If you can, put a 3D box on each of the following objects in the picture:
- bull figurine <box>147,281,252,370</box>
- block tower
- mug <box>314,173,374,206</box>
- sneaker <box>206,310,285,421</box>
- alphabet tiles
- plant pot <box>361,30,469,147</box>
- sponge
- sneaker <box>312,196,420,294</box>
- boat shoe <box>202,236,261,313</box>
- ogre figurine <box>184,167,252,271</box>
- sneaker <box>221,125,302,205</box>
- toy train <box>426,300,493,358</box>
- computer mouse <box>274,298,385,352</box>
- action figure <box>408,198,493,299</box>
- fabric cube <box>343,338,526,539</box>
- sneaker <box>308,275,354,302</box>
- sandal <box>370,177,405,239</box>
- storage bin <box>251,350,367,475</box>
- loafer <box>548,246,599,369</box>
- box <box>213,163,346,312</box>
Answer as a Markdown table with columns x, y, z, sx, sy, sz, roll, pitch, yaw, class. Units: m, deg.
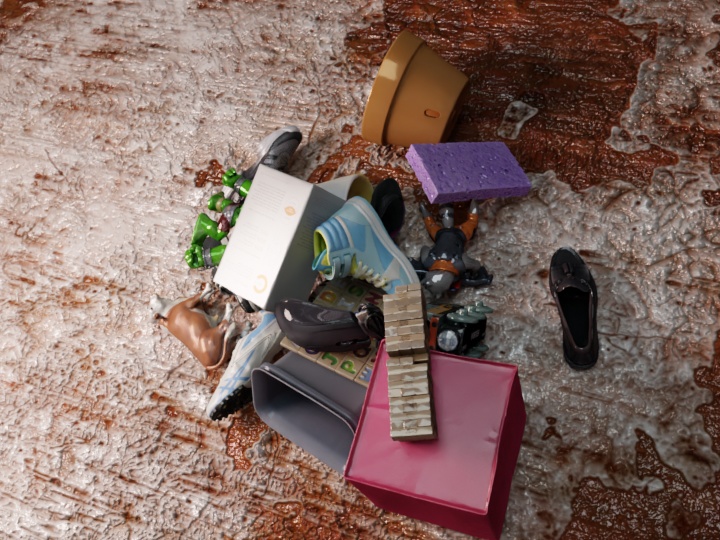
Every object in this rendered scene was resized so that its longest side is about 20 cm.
| x | y | z | sx | sy | sz | roll | pitch | yaw | class |
| --- | --- | --- | --- | --- | --- | --- | --- | --- | --- |
| -0.280 | 0.087 | 1.322 | 0.199 | 0.065 | 0.122 | 39 | 82 | 28 | bull figurine |
| 0.063 | 0.121 | 0.986 | 0.053 | 0.058 | 0.203 | -8 | 60 | 11 | block tower |
| -0.055 | -0.085 | 1.329 | 0.151 | 0.186 | 0.152 | -3 | 95 | 24 | mug |
| -0.191 | 0.156 | 1.259 | 0.072 | 0.072 | 0.201 | 28 | 70 | 20 | sneaker |
| -0.003 | 0.078 | 1.195 | 0.165 | 0.008 | 0.201 | 22 | 52 | 20 | alphabet tiles |
| 0.104 | -0.300 | 1.353 | 0.138 | 0.201 | 0.202 | 24 | 71 | 8 | plant pot |
| 0.182 | -0.167 | 1.282 | 0.197 | 0.030 | 0.112 | -6 | 54 | -29 | sponge |
| 0.000 | 0.000 | 1.171 | 0.130 | 0.079 | 0.201 | -33 | 86 | -29 | sneaker |
| -0.233 | 0.009 | 1.350 | 0.060 | 0.076 | 0.201 | -30 | 48 | -2 | boat shoe |
| -0.213 | -0.080 | 1.314 | 0.118 | 0.099 | 0.201 | 14 | 39 | 10 | ogre figurine |
| -0.158 | -0.169 | 1.419 | 0.200 | 0.076 | 0.114 | -47 | 61 | -4 | sneaker |
| 0.129 | 0.089 | 1.141 | 0.112 | 0.200 | 0.087 | 7 | 96 | 21 | toy train |
| -0.045 | 0.088 | 1.107 | 0.197 | 0.139 | 0.053 | 7 | 62 | 27 | computer mouse |
| 0.117 | -0.042 | 1.259 | 0.197 | 0.105 | 0.196 | -2 | 53 | 12 | action figure |
| 0.112 | 0.235 | 1.059 | 0.193 | 0.200 | 0.203 | 10 | 66 | 21 | fabric cube |
| 0.000 | 0.068 | 1.247 | 0.199 | 0.076 | 0.116 | 34 | 78 | 30 | sneaker |
| 0.046 | -0.082 | 1.291 | 0.048 | 0.075 | 0.202 | -19 | 36 | 37 | sandal |
| -0.048 | 0.197 | 1.173 | 0.198 | 0.147 | 0.134 | 27 | 46 | 26 | storage bin |
| 0.330 | 0.047 | 1.172 | 0.071 | 0.063 | 0.203 | -8 | 62 | 11 | loafer |
| -0.127 | -0.045 | 1.208 | 0.123 | 0.097 | 0.203 | 24 | 92 | 34 | box |
